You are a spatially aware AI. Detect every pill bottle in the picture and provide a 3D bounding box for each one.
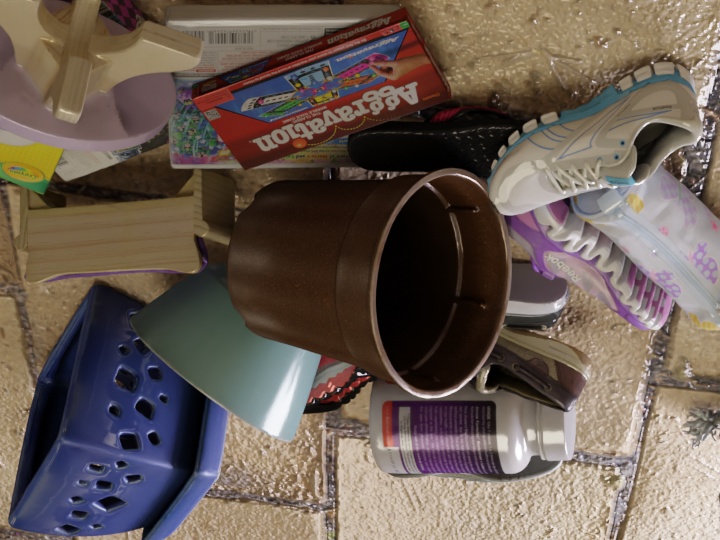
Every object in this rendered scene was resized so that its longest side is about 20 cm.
[{"bbox_3d":[0.116,0.152,1.833,0.199,0.112,0.112,-1,139,16],"label":"pill bottle"}]

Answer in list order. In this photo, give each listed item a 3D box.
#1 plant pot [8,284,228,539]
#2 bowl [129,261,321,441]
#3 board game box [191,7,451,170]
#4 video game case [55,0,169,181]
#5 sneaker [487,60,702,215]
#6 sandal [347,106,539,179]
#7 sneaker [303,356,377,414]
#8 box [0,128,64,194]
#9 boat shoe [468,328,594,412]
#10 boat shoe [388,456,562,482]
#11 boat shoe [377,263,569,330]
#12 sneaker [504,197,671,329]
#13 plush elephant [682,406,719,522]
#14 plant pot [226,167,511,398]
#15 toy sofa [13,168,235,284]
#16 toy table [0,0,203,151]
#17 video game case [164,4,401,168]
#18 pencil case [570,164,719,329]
[{"bbox_3d":[-0.244,0.165,1.876,0.179,0.201,0.200,18,140,-18],"label":"plant pot"},{"bbox_3d":[-0.115,0.066,1.751,0.200,0.201,0.105,36,95,-26],"label":"bowl"},{"bbox_3d":[-0.033,-0.152,1.528,0.199,0.020,0.103,-18,140,16],"label":"board game box"},{"bbox_3d":[-0.254,-0.177,1.592,0.181,0.036,0.200,-18,132,30],"label":"video game case"},{"bbox_3d":[0.196,-0.095,1.497,0.199,0.087,0.075,-31,132,17],"label":"sneaker"},{"bbox_3d":[0.088,-0.118,1.574,0.199,0.045,0.075,4,142,11],"label":"sandal"},{"bbox_3d":[-0.010,0.072,1.792,0.200,0.087,0.074,-32,158,36],"label":"sneaker"},{"bbox_3d":[-0.308,-0.145,1.577,0.117,0.049,0.200,22,141,-12],"label":"box"},{"bbox_3d":[0.129,0.089,1.760,0.199,0.065,0.072,15,154,24],"label":"boat shoe"},{"bbox_3d":[0.122,0.192,1.920,0.201,0.075,0.065,-7,174,17],"label":"boat shoe"},{"bbox_3d":[0.100,0.025,1.723,0.199,0.069,0.057,6,141,3],"label":"boat shoe"},{"bbox_3d":[0.206,-0.014,1.650,0.200,0.081,0.088,41,139,-24],"label":"sneaker"},{"bbox_3d":[0.418,0.203,1.784,0.199,0.155,0.165,-3,138,16],"label":"plush elephant"},{"bbox_3d":[0.000,0.000,1.607,0.198,0.201,0.201,9,146,40],"label":"plant pot"},{"bbox_3d":[-0.219,-0.036,1.683,0.199,0.098,0.083,-5,173,18],"label":"toy sofa"},{"bbox_3d":[-0.233,-0.180,1.438,0.199,0.185,0.117,6,156,-22],"label":"toy table"},{"bbox_3d":[-0.068,-0.157,1.552,0.199,0.024,0.182,-1,141,-5],"label":"video game case"},{"bbox_3d":[0.274,-0.029,1.598,0.083,0.091,0.200,-26,127,37],"label":"pencil case"}]
